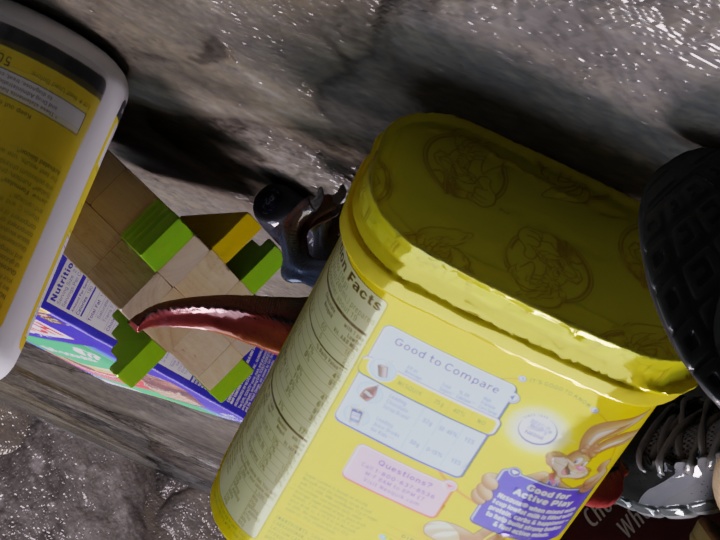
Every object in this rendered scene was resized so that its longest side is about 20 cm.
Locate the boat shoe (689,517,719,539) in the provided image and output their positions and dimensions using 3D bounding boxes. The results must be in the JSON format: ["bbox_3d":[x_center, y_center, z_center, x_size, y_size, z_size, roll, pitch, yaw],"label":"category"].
[{"bbox_3d":[0.173,0.163,1.037,0.073,0.063,0.200,30,-173,-1],"label":"boat shoe"}]

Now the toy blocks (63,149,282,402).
[{"bbox_3d":[-0.122,-0.021,1.153,0.137,0.100,0.200,43,176,22],"label":"toy blocks"}]

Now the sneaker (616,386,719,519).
[{"bbox_3d":[0.172,0.068,1.086,0.200,0.075,0.115,2,155,34],"label":"sneaker"}]

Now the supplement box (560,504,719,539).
[{"bbox_3d":[0.143,0.196,1.230,0.200,0.197,0.133,47,169,1],"label":"supplement box"}]

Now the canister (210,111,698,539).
[{"bbox_3d":[0.035,0.051,0.928,0.148,0.087,0.200,25,131,-4],"label":"canister"}]

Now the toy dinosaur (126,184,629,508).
[{"bbox_3d":[0.032,0.048,1.036,0.182,0.200,0.105,58,-179,9],"label":"toy dinosaur"}]

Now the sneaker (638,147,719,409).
[{"bbox_3d":[0.158,0.049,0.805,0.200,0.076,0.091,58,173,6],"label":"sneaker"}]

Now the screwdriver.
[{"bbox_3d":[0.000,0.000,1.197,0.028,0.029,0.200,16,170,32],"label":"screwdriver"}]

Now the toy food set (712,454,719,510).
[{"bbox_3d":[0.249,0.096,0.969,0.200,0.049,0.198,28,148,-23],"label":"toy food set"}]

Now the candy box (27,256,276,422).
[{"bbox_3d":[-0.172,0.019,1.483,0.169,0.077,0.200,11,163,47],"label":"candy box"}]

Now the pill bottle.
[{"bbox_3d":[-0.187,-0.017,1.014,0.112,0.200,0.112,21,169,5],"label":"pill bottle"}]
